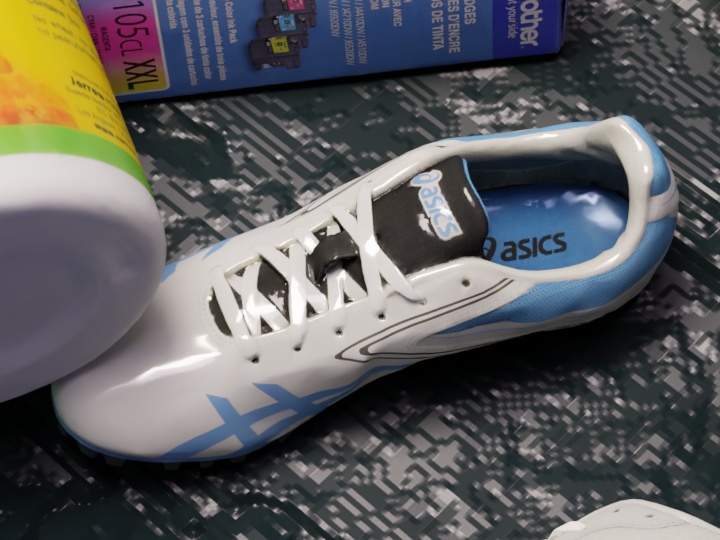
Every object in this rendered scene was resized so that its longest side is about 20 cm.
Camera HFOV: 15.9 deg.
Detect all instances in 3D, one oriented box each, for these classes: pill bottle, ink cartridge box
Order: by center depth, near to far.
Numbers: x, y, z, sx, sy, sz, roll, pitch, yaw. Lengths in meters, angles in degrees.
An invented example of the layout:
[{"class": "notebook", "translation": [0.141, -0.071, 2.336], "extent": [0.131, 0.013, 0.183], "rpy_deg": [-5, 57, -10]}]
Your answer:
[{"class": "pill bottle", "translation": [-0.137, -0.068, 0.746], "extent": [0.110, 0.111, 0.201], "rpy_deg": [-19, 62, -10]}, {"class": "ink cartridge box", "translation": [-0.006, -0.139, 0.859], "extent": [0.199, 0.077, 0.137], "rpy_deg": [-6, 56, -3]}]

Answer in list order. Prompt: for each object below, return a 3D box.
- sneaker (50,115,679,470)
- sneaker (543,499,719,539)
[{"class": "sneaker", "translation": [0.000, 0.000, 0.767], "extent": [0.199, 0.073, 0.072], "rpy_deg": [-20, 59, -9]}, {"class": "sneaker", "translation": [0.050, 0.105, 0.702], "extent": [0.199, 0.076, 0.092], "rpy_deg": [4, 49, -4]}]
